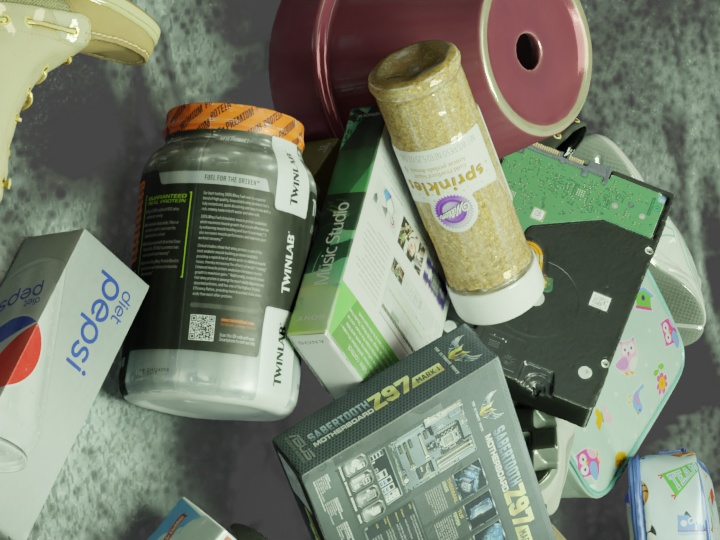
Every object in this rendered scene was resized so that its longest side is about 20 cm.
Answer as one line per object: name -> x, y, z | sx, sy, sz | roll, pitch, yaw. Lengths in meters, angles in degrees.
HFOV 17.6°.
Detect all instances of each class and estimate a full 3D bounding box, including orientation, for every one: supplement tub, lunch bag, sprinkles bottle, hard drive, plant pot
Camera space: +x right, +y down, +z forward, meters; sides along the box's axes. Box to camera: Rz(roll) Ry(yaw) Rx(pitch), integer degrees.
supplement tub -> -0.094, -0.005, 1.564 | 0.122, 0.122, 0.202 | 16, 76, -44
lunch bag -> 0.177, 0.083, 1.872 | 0.200, 0.077, 0.161 | -50, 122, -36
sprinkles bottle -> 0.067, -0.060, 1.613 | 0.068, 0.068, 0.201 | -48, 127, -38
lunch bag -> 0.257, 0.223, 1.891 | 0.200, 0.075, 0.161 | 43, 40, -76
hard drive -> 0.137, 0.004, 1.717 | 0.038, 0.139, 0.201 | 101, 12, -61
plant pot -> 0.063, -0.152, 1.701 | 0.199, 0.178, 0.202 | 6, 82, -47

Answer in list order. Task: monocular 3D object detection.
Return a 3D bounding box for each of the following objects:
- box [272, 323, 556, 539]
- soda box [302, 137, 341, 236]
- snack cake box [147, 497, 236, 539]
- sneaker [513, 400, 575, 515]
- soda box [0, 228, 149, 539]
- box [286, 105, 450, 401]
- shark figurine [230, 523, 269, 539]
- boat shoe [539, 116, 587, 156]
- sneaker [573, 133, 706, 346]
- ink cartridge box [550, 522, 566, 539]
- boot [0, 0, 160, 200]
box -> 0.041, 0.154, 1.579 | 0.157, 0.051, 0.201 | -30, 131, -11
soda box -> 0.000, 0.000, 1.703 | 0.200, 0.064, 0.068 | 54, 50, -29
snack cake box -> -0.082, 0.262, 1.567 | 0.115, 0.067, 0.200 | -49, 123, -9
sneaker -> 0.128, 0.091, 1.746 | 0.089, 0.074, 0.201 | 58, 34, -56
soda box -> -0.213, 0.074, 1.475 | 0.068, 0.063, 0.201 | 44, 57, -34
box -> 0.014, 0.007, 1.608 | 0.145, 0.036, 0.201 | 56, 37, -42
shark figurine -> 0.012, 0.196, 1.661 | 0.214, 0.128, 0.090 | -32, 119, -42
boat shoe -> 0.116, -0.060, 1.816 | 0.063, 0.074, 0.202 | 29, 55, 8
sneaker -> 0.229, -0.033, 1.955 | 0.201, 0.070, 0.080 | 59, 25, -18
ink cartridge box -> 0.146, 0.262, 1.761 | 0.075, 0.165, 0.200 | -39, 122, 6
boot -> -0.220, -0.114, 1.478 | 0.199, 0.073, 0.157 | 14, 76, -43
